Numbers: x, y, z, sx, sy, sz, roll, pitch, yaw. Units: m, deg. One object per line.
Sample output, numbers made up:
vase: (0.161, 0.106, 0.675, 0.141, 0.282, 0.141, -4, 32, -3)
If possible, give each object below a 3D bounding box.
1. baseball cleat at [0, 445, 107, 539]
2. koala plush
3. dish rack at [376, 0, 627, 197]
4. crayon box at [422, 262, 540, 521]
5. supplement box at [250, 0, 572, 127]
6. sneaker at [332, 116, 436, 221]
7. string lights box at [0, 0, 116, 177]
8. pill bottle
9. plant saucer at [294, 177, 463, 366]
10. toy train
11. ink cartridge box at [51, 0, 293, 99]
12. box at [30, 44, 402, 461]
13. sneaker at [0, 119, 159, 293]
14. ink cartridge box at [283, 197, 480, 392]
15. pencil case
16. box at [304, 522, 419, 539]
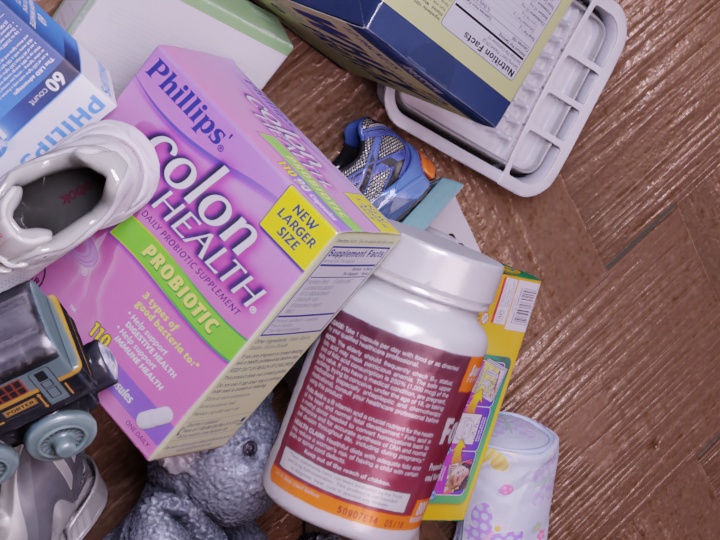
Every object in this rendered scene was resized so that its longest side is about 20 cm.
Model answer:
baseball cleat: (-0.219, 0.119, 1.186, 0.106, 0.070, 0.200, 8, 109, -50)
koala plush: (-0.112, 0.163, 1.213, 0.177, 0.184, 0.200, -9, 105, -65)
dish rack: (0.105, -0.165, 1.293, 0.200, 0.044, 0.172, 25, 94, -41)
crayon box: (0.053, 0.086, 1.243, 0.119, 0.058, 0.200, 11, 98, -51)
supplement box: (0.044, -0.233, 1.129, 0.134, 0.200, 0.200, 32, 88, -38)
sneaker: (-0.038, -0.037, 1.243, 0.200, 0.075, 0.078, -46, 112, -15)
string lights box: (-0.256, -0.142, 1.019, 0.103, 0.059, 0.200, -40, 122, 10)
pill bottle: (0.018, 0.073, 1.127, 0.114, 0.114, 0.200, 15, 99, -37)
plant saucer: (0.000, 0.000, 1.251, 0.019, 0.070, 0.200, 50, 61, -13)
toy train: (-0.248, 0.082, 1.005, 0.200, 0.085, 0.114, -24, 146, -2)
ink cartridge box: (-0.160, -0.114, 1.137, 0.145, 0.048, 0.200, 23, 116, -37)
box: (-0.109, -0.010, 1.080, 0.200, 0.176, 0.097, -49, 161, 17)
sneaker: (-0.216, -0.023, 0.997, 0.200, 0.099, 0.078, -37, 94, 6)
ink cartridge box: (0.035, 0.042, 1.315, 0.200, 0.068, 0.116, -39, 126, -16)
pencil case: (0.117, 0.222, 1.432, 0.091, 0.083, 0.200, -10, 114, -33)
box: (-0.001, 0.262, 1.370, 0.068, 0.082, 0.200, -10, 115, -30)
